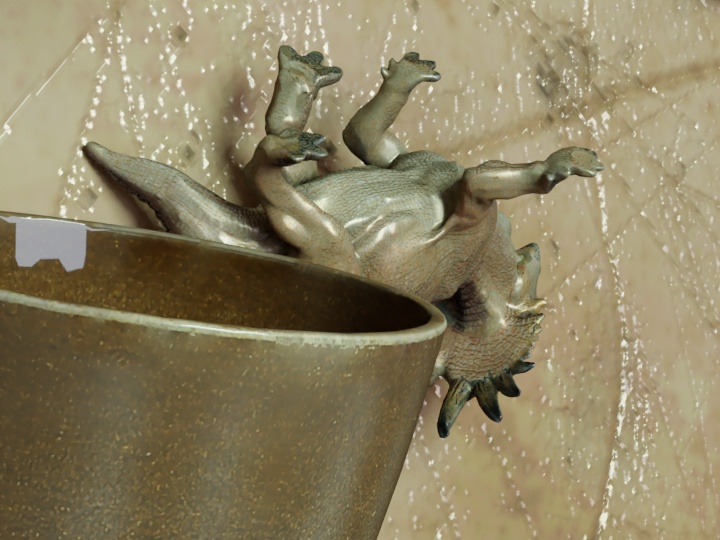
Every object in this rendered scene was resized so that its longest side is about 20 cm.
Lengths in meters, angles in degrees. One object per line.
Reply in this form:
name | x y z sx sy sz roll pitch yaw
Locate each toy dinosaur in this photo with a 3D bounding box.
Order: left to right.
toy dinosaur | 0.000 0.000 0.805 0.199 0.086 0.136 -1 123 -24

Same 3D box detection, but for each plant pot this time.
plant pot | -0.082 0.097 0.668 0.186 0.186 0.202 3 99 -39
